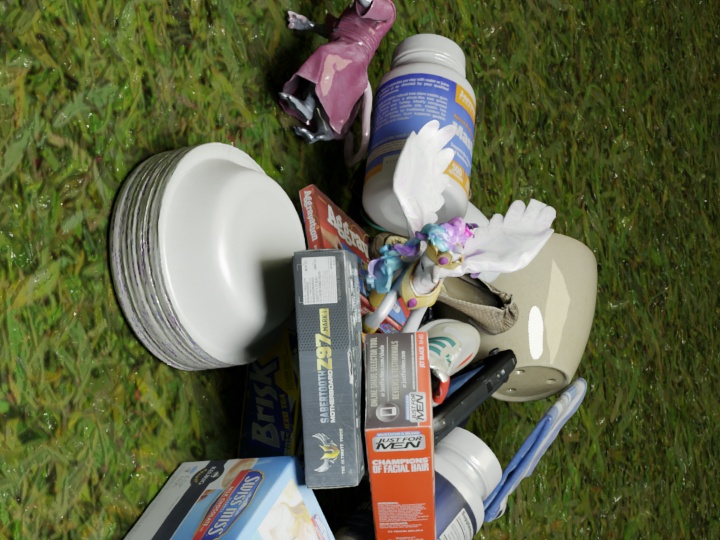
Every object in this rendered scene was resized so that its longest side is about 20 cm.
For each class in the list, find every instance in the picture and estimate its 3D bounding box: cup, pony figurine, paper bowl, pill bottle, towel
[{"bbox_3d":[0.187,0.068,1.618,0.200,0.198,0.145,35,42,-49],"label":"cup"},{"bbox_3d":[0.074,-0.015,1.319,0.165,0.201,0.194,32,52,-1],"label":"pony figurine"},{"bbox_3d":[-0.125,-0.014,1.252,0.200,0.103,0.204,17,70,-56],"label":"paper bowl"},{"bbox_3d":[0.057,0.257,1.421,0.200,0.110,0.112,-45,122,-31],"label":"pill bottle"},{"bbox_3d":[0.196,0.198,1.557,0.148,0.024,0.200,-58,168,17],"label":"towel"},{"bbox_3d":[0.065,-0.147,1.462,0.112,0.111,0.202,44,44,-44],"label":"pill bottle"}]

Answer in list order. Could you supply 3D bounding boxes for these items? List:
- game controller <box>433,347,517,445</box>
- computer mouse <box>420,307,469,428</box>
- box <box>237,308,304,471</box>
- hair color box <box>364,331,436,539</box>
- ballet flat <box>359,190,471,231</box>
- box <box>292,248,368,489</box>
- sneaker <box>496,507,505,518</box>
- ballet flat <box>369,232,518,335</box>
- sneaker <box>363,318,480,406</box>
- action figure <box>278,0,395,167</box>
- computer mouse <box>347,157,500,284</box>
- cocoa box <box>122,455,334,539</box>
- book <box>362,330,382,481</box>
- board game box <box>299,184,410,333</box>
[{"bbox_3d":[0.090,0.139,1.480,0.199,0.103,0.043,-32,102,-50],"label":"game controller"},{"bbox_3d":[0.076,0.100,1.622,0.058,0.034,0.202,-31,105,-38],"label":"computer mouse"},{"bbox_3d":[-0.067,0.108,1.344,0.064,0.069,0.203,33,55,-51],"label":"box"},{"bbox_3d":[0.038,0.165,1.293,0.201,0.063,0.112,83,5,-46],"label":"hair color box"},{"bbox_3d":[0.069,-0.087,1.604,0.069,0.071,0.199,52,25,19],"label":"ballet flat"},{"bbox_3d":[-0.024,0.084,1.237,0.158,0.050,0.203,9,78,-85],"label":"box"},{"bbox_3d":[0.102,0.235,1.571,0.201,0.070,0.100,55,24,-26],"label":"sneaker"},{"bbox_3d":[0.094,0.011,1.480,0.199,0.046,0.068,31,54,-26],"label":"ballet flat"},{"bbox_3d":[0.069,0.106,1.423,0.198,0.093,0.071,-11,120,-43],"label":"sneaker"},{"bbox_3d":[-0.004,-0.232,1.437,0.148,0.134,0.201,35,74,-13],"label":"action figure"},{"bbox_3d":[0.085,-0.067,1.525,0.199,0.044,0.110,38,62,-4],"label":"computer mouse"},{"bbox_3d":[-0.096,0.280,1.201,0.134,0.130,0.202,-51,125,-50],"label":"cocoa box"},{"bbox_3d":[0.007,0.120,1.488,0.133,0.048,0.203,23,65,-56],"label":"book"},{"bbox_3d":[0.000,0.000,1.426,0.200,0.019,0.104,40,32,-53],"label":"board game box"}]
